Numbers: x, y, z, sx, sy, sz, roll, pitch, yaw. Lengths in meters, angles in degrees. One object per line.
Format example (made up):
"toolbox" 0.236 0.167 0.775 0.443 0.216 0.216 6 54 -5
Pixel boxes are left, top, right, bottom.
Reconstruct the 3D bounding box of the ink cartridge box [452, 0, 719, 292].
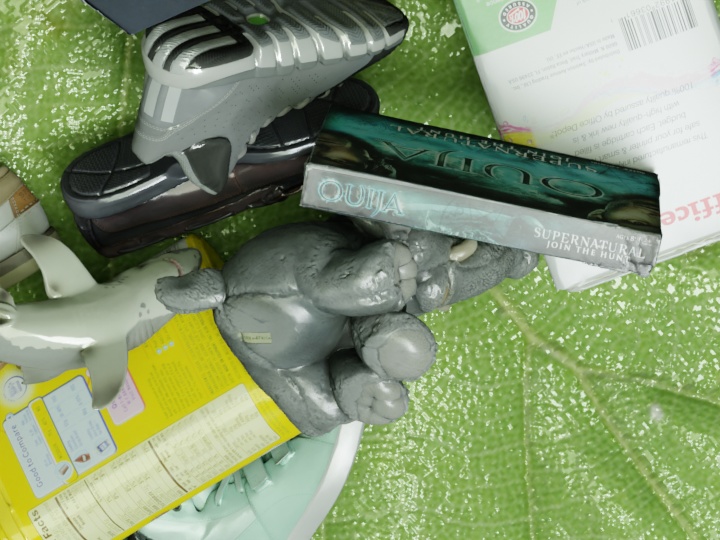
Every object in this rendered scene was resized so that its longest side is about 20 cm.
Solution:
"ink cartridge box" 0.151 -0.107 1.672 0.145 0.088 0.201 -20 103 5

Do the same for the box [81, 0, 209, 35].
"box" -0.083 -0.267 1.513 0.199 0.198 0.124 -20 144 28

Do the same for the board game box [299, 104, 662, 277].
"board game box" 0.071 -0.047 1.578 0.199 0.135 0.028 11 107 1

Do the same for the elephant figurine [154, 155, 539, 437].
"elephant figurine" 0.000 0.000 1.660 0.141 0.200 0.156 -23 111 27

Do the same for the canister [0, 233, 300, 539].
"canister" -0.150 0.086 1.693 0.199 0.087 0.149 -31 64 5

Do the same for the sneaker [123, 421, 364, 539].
"sneaker" -0.076 0.119 1.728 0.118 0.074 0.201 24 105 -14

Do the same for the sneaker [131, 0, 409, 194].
"sneaker" -0.062 -0.104 1.633 0.075 0.199 0.116 40 126 31

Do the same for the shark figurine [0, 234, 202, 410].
"shark figurine" -0.207 0.032 1.632 0.213 0.129 0.090 11 147 -9

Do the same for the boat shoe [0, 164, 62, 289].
"boat shoe" -0.282 0.006 1.702 0.199 0.075 0.069 -29 100 -3

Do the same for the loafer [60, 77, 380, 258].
"loafer" -0.080 -0.062 1.695 0.199 0.072 0.063 -17 132 0
